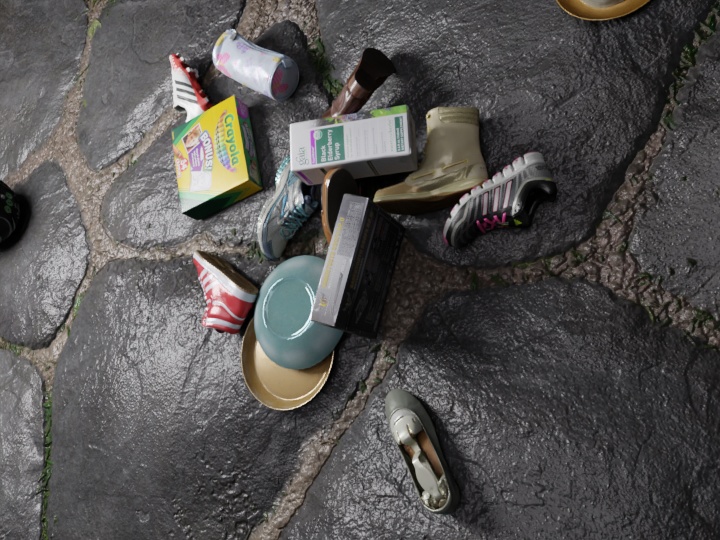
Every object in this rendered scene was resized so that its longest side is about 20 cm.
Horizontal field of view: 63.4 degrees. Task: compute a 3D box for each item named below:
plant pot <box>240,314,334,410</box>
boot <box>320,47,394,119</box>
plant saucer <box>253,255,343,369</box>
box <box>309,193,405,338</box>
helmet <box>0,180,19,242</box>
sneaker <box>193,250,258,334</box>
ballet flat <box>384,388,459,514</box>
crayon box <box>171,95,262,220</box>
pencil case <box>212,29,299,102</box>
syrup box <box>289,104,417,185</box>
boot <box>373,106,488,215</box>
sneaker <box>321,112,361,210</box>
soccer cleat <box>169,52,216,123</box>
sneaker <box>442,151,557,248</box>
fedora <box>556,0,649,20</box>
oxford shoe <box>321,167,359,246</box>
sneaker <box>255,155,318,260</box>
[{"bbox_3d":[-0.128,0.146,1.046,0.196,0.027,0.205,-7,74,25],"label":"plant pot"},{"bbox_3d":[-0.031,-0.304,1.084,0.064,0.187,0.200,40,131,-6],"label":"boot"},{"bbox_3d":[-0.116,0.069,1.022,0.197,0.039,0.206,-7,75,25],"label":"plant saucer"},{"bbox_3d":[0.000,0.000,0.942,0.048,0.158,0.204,12,84,28],"label":"box"},{"bbox_3d":[-0.958,-0.148,1.448,0.195,0.191,0.204,3,71,-8],"label":"helmet"},{"bbox_3d":[-0.279,0.045,1.123,0.199,0.071,0.114,34,105,40],"label":"sneaker"},{"bbox_3d":[0.088,0.269,0.885,0.067,0.063,0.202,-34,64,15],"label":"ballet flat"},{"bbox_3d":[-0.300,-0.232,1.207,0.170,0.058,0.204,-22,69,21],"label":"crayon box"},{"bbox_3d":[-0.215,-0.421,1.195,0.199,0.082,0.092,35,116,28],"label":"pencil case"},{"bbox_3d":[-0.011,-0.198,0.935,0.195,0.081,0.081,-5,80,13],"label":"syrup box"},{"bbox_3d":[0.112,-0.184,0.978,0.196,0.073,0.159,-10,74,23],"label":"boot"},{"bbox_3d":[-0.023,-0.186,1.027,0.077,0.095,0.204,18,87,5],"label":"sneaker"},{"bbox_3d":[-0.388,-0.398,1.290,0.085,0.069,0.202,-37,69,9],"label":"soccer cleat"},{"bbox_3d":[0.219,-0.092,0.900,0.199,0.074,0.088,-37,58,9],"label":"sneaker"},{"bbox_3d":[0.387,-0.497,0.908,0.197,0.082,0.205,-7,74,25],"label":"fedora"},{"bbox_3d":[-0.043,-0.092,0.973,0.071,0.202,0.071,-34,54,-24],"label":"oxford shoe"},{"bbox_3d":[-0.129,-0.114,1.082,0.085,0.077,0.204,14,84,25],"label":"sneaker"}]
